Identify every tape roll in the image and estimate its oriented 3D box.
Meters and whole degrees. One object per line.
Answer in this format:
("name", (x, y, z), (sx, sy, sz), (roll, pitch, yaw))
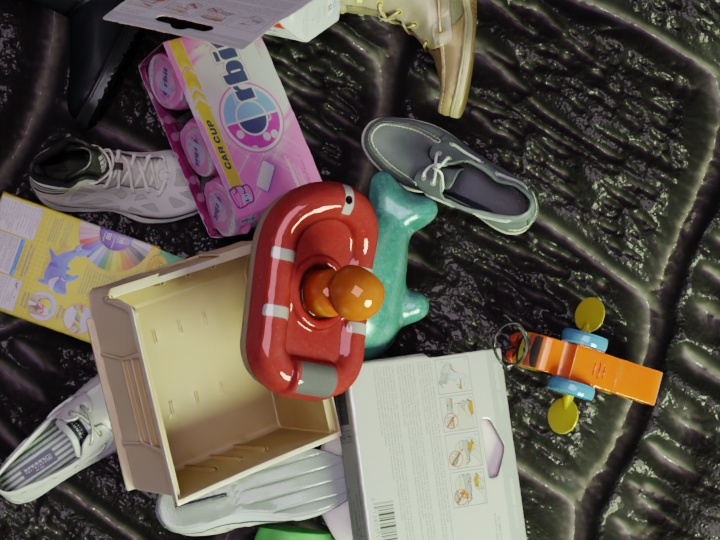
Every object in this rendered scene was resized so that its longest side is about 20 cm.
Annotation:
("tape roll", (0.052, 0.209, 1.677), (0.200, 0.037, 0.206), (0, 86, -1))

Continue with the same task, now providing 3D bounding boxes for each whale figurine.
("whale figurine", (0.000, 0.000, 1.658), (0.158, 0.104, 0.201), (32, 89, 2))

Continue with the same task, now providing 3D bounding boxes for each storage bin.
("storage bin", (-0.139, 0.090, 1.573), (0.199, 0.093, 0.201), (-19, 101, -38))

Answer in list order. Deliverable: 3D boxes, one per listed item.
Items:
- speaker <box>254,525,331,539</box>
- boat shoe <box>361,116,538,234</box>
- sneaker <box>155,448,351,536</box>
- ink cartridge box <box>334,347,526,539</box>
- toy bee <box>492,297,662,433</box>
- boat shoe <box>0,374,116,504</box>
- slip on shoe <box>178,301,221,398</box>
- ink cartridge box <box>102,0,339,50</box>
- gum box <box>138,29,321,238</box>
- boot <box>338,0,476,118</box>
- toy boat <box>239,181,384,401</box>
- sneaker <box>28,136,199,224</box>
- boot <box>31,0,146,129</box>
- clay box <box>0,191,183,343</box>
("speaker", (-0.075, 0.357, 1.639), (0.087, 0.088, 0.203), (5, 85, 0))
("boat shoe", (0.092, -0.102, 1.689), (0.198, 0.062, 0.073), (29, 86, 2))
("sneaker", (-0.104, 0.218, 1.643), (0.197, 0.071, 0.074), (-7, 80, -6))
("ink cartridge box", (0.068, 0.183, 1.641), (0.172, 0.043, 0.203), (-5, 85, -26))
("toy bee", (0.201, 0.082, 1.667), (0.200, 0.108, 0.131), (41, 77, -22))
("boat shoe", (-0.281, 0.166, 1.663), (0.200, 0.067, 0.074), (-43, 87, -3))
("slip on shoe", (-0.166, 0.121, 1.653), (0.073, 0.061, 0.203), (-11, 100, -26))
("ink cartridge box", (-0.132, -0.246, 1.618), (0.158, 0.200, 0.048), (15, 123, 21))
("gum box", (-0.127, -0.138, 1.664), (0.113, 0.066, 0.202), (-21, 85, -36))
("boot", (0.041, -0.256, 1.695), (0.153, 0.073, 0.203), (1, 84, -1))
("toy boat", (-0.027, 0.018, 1.525), (0.129, 0.130, 0.203), (11, 81, -39))
("sneaker", (-0.236, -0.090, 1.659), (0.198, 0.115, 0.077), (-1, 85, -1))
("boot", (-0.304, -0.263, 1.690), (0.166, 0.076, 0.202), (23, 79, -2))
("clay box", (-0.285, 0.008, 1.685), (0.198, 0.048, 0.116), (20, 87, -1))
